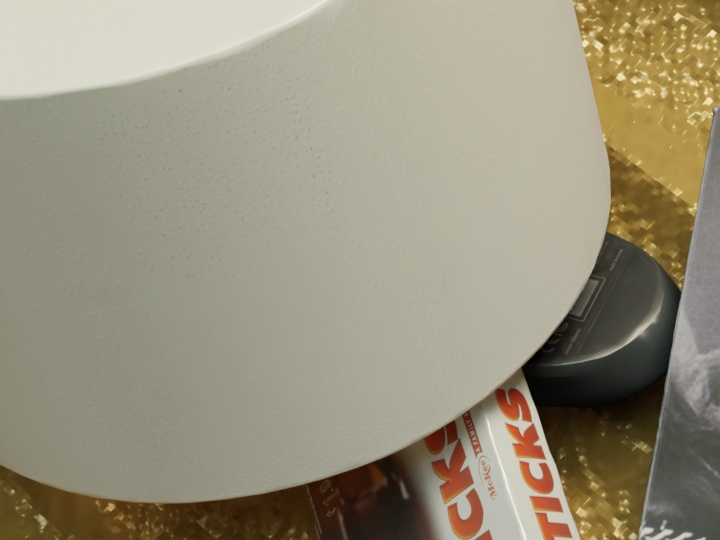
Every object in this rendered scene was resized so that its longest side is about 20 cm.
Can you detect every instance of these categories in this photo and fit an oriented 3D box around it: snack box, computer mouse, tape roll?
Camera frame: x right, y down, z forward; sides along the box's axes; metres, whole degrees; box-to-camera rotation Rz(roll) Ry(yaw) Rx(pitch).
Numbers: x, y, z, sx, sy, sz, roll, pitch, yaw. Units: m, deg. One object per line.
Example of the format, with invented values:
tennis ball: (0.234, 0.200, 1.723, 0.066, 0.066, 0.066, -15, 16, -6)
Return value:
snack box: (0.040, 0.124, 0.757, 0.072, 0.024, 0.200, -40, 56, 37)
computer mouse: (0.000, 0.000, 0.843, 0.200, 0.034, 0.059, 17, 56, 25)
tape roll: (-0.044, -0.057, 0.779, 0.202, 0.139, 0.203, -9, 40, 8)

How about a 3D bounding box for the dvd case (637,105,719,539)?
dvd case: (0.175, 0.034, 0.746, 0.200, 0.016, 0.149, 5, 68, 18)
